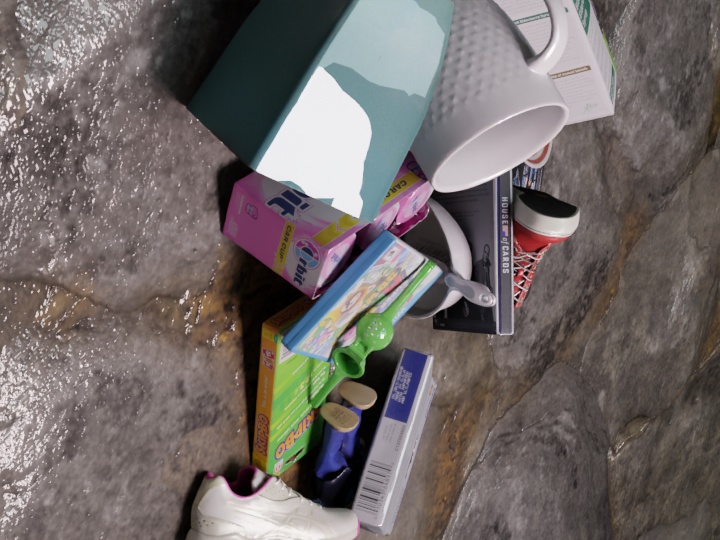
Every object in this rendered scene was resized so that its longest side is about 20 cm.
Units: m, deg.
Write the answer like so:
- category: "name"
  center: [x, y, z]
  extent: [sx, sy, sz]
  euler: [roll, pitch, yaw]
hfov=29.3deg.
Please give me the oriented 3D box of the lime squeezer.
- category: "lime squeezer"
  center: [0.000, 0.070, 1.355]
  extent: [0.200, 0.038, 0.071]
  euler: [-52, -167, 18]

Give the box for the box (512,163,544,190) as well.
- category: "box"
  center: [0.166, -0.088, 1.642]
  extent: [0.198, 0.050, 0.200]
  euler: [-27, 127, -60]

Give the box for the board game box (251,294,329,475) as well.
- category: "board game box"
  center: [-0.068, 0.118, 1.402]
  extent: [0.096, 0.030, 0.200]
  euler: [-34, 138, -45]

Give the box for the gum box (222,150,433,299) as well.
- category: "gum box"
  center: [-0.022, -0.068, 1.320]
  extent: [0.200, 0.113, 0.066]
  euler: [-36, 154, -44]

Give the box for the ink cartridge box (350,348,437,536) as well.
- category: "ink cartridge box"
  center: [0.039, 0.200, 1.569]
  extent: [0.200, 0.041, 0.200]
  euler: [74, 33, -75]

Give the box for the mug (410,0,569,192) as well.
- category: "mug"
  center: [0.109, -0.200, 1.293]
  extent: [0.200, 0.175, 0.148]
  euler: [-39, 161, 34]

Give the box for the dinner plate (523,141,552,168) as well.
- category: "dinner plate"
  center: [0.166, -0.207, 1.473]
  extent: [0.200, 0.024, 0.200]
  euler: [-7, 90, -66]

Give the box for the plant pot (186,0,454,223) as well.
- category: "plant pot"
  center: [-0.021, -0.175, 1.181]
  extent: [0.141, 0.141, 0.200]
  euler: [23, 102, -39]

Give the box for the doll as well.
- category: "doll"
  center: [-0.026, 0.218, 1.492]
  extent: [0.136, 0.048, 0.200]
  euler: [-47, 153, -45]

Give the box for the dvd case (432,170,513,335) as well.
- category: "dvd case"
  center: [0.120, -0.032, 1.505]
  extent: [0.025, 0.150, 0.200]
  euler: [0, 90, -24]

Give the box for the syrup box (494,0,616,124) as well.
- category: "syrup box"
  center: [0.203, -0.253, 1.445]
  extent: [0.079, 0.081, 0.200]
  euler: [-79, 150, -42]

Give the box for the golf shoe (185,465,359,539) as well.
- category: "golf shoe"
  center: [-0.081, 0.242, 1.387]
  extent: [0.200, 0.075, 0.092]
  euler: [4, 89, -39]

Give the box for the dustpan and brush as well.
- category: "dustpan and brush"
  center: [0.089, 0.001, 1.467]
  extent: [0.057, 0.200, 0.140]
  euler: [-7, 111, -39]

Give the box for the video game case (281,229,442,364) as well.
- category: "video game case"
  center: [0.006, 0.033, 1.351]
  extent: [0.143, 0.018, 0.200]
  euler: [-47, 163, 5]

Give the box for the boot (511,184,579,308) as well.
- category: "boot"
  center: [0.182, -0.012, 1.504]
  extent: [0.200, 0.072, 0.144]
  euler: [-106, -151, -81]
